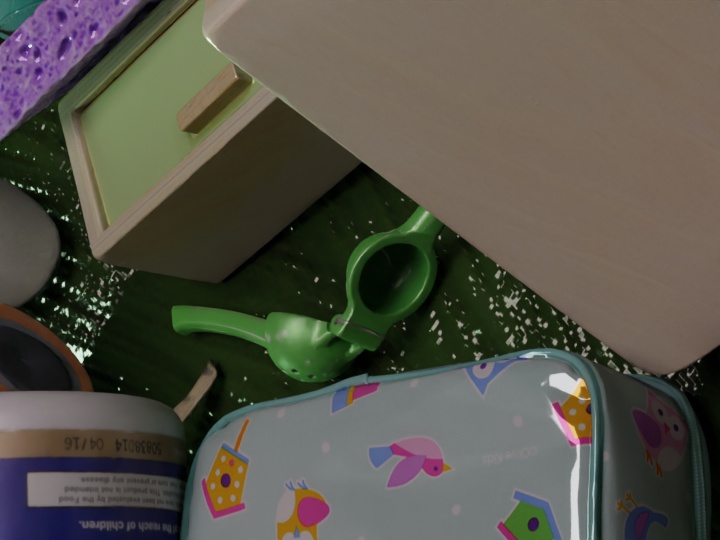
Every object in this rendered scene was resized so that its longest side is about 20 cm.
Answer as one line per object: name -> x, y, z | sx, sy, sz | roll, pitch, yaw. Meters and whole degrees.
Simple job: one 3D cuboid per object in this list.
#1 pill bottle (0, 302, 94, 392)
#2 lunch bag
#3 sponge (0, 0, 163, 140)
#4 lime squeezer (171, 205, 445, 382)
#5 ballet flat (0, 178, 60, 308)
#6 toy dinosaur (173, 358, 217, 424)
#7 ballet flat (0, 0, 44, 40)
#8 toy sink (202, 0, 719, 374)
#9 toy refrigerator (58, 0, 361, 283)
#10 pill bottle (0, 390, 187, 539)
pill bottle -> -0.190, 0.103, 1.154 | 0.200, 0.106, 0.106 | -49, 50, 23
lunch bag -> 0.024, 0.116, 0.964 | 0.200, 0.077, 0.160 | -14, 71, 41
sponge -> -0.063, -0.132, 1.093 | 0.200, 0.112, 0.030 | -40, 91, 30
lime squeezer -> 0.000, 0.000, 1.053 | 0.200, 0.038, 0.071 | -36, 29, 36
ballet flat -> -0.219, -0.033, 1.209 | 0.200, 0.064, 0.067 | 20, 78, 28
toy dinosaur -> -0.106, 0.133, 1.110 | 0.200, 0.047, 0.088 | -51, 43, 18
ballet flat -> -0.188, -0.153, 1.241 | 0.200, 0.067, 0.070 | 21, 124, 40
toy sink -> 0.070, -0.086, 0.906 | 0.130, 0.200, 0.112 | -41, 24, 31
toy refrigerator -> -0.028, -0.081, 1.058 | 0.200, 0.070, 0.076 | -38, 55, 37
pill bottle -> -0.117, 0.148, 1.017 | 0.116, 0.116, 0.200 | -12, 76, 42
